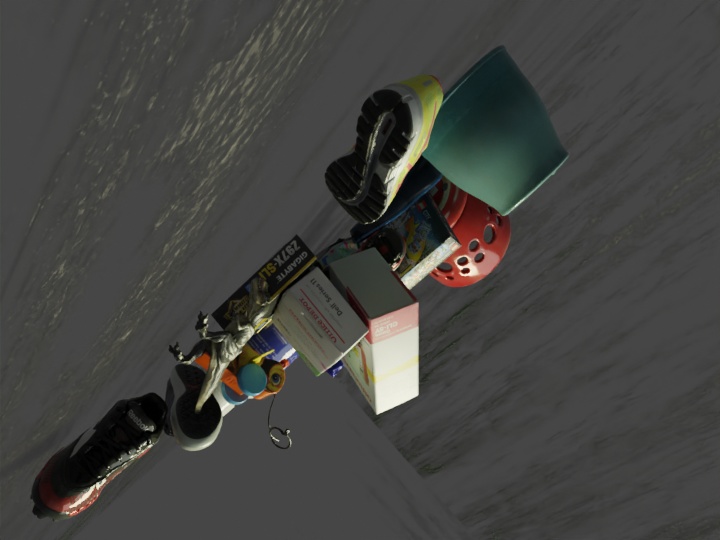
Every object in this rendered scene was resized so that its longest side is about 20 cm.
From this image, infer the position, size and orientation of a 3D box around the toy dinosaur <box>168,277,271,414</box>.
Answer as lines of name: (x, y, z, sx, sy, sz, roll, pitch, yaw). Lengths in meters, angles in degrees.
toy dinosaur: (-0.184, 0.095, 0.776, 0.088, 0.047, 0.202, 27, 98, -44)

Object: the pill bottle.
pill bottle: (-0.190, 0.146, 1.059, 0.200, 0.120, 0.120, -43, 178, -11)

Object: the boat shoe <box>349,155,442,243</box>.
boat shoe: (0.049, -0.125, 1.043, 0.200, 0.069, 0.084, -42, -174, -24)

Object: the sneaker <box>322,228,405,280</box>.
sneaker: (0.000, 0.000, 1.036, 0.199, 0.072, 0.098, -35, 173, 19)

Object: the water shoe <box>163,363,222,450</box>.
water shoe: (-0.244, 0.211, 0.879, 0.080, 0.070, 0.200, -68, -158, 12)

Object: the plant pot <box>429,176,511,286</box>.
plant pot: (0.166, -0.093, 1.196, 0.200, 0.202, 0.182, -43, 134, 15)

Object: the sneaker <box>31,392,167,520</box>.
sneaker: (-0.301, 0.210, 0.736, 0.098, 0.071, 0.200, -44, 180, 25)

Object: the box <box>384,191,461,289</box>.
box: (0.082, -0.074, 1.099, 0.136, 0.202, 0.038, -40, 135, 18)

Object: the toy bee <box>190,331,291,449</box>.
toy bee: (-0.166, 0.162, 0.953, 0.129, 0.202, 0.109, -7, -151, 32)

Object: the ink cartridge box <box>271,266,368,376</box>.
ink cartridge box: (-0.058, 0.073, 0.869, 0.067, 0.118, 0.200, -39, 177, -21)

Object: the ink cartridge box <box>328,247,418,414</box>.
ink cartridge box: (0.022, 0.094, 0.941, 0.082, 0.145, 0.203, -20, 130, -18)

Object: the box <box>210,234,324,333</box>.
box: (-0.129, 0.028, 0.913, 0.159, 0.049, 0.200, -42, 177, -4)

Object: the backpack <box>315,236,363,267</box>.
backpack: (-0.049, 0.028, 1.169, 0.177, 0.151, 0.200, -42, 173, 14)

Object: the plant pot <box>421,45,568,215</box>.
plant pot: (0.207, -0.197, 0.938, 0.200, 0.188, 0.200, -43, 177, -3)

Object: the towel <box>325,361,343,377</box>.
towel: (-0.080, 0.108, 1.282, 0.147, 0.200, 0.050, -40, 165, -29)

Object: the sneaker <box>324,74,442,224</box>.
sneaker: (0.030, -0.122, 0.635, 0.090, 0.078, 0.200, -44, 178, -33)
